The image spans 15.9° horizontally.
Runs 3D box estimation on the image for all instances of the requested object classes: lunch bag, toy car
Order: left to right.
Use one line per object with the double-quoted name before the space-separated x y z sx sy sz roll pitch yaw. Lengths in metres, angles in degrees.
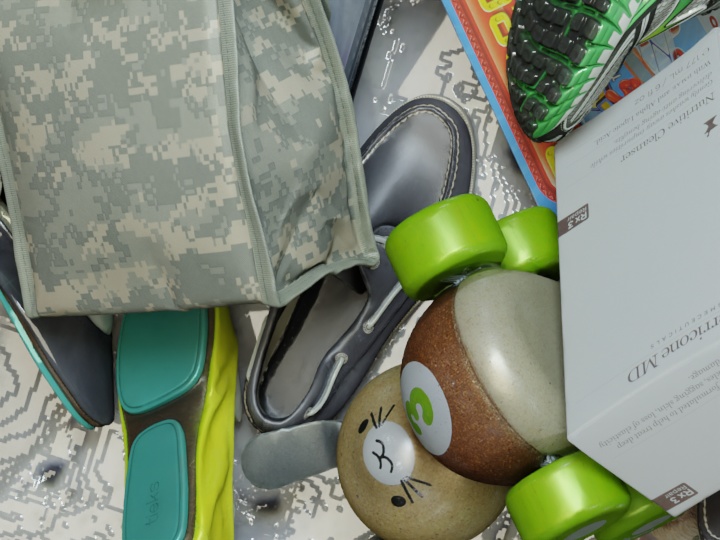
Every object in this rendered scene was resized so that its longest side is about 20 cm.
"lunch bag" -0.096 -0.086 1.264 0.163 0.117 0.201 -4 102 34
"toy car" 0.031 0.086 1.253 0.199 0.158 0.165 -33 72 23

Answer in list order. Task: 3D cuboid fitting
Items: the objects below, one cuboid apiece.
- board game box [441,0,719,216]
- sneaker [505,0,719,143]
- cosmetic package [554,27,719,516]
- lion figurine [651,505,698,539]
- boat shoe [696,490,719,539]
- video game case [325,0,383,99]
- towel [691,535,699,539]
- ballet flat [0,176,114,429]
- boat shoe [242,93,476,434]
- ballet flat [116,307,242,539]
"board game box" 0.141 -0.150 1.280 0.195 0.056 0.201 -25 109 7
"sneaker" 0.142 -0.135 1.216 0.085 0.078 0.200 23 119 -31
"cosmetic package" 0.156 0.000 1.187 0.081 0.201 0.113 37 123 -27
"lion figurine" 0.230 0.077 1.276 0.200 0.072 0.123 -44 52 6
"boat shoe" 0.197 0.046 1.227 0.072 0.065 0.201 6 63 37
"video game case" -0.060 -0.140 1.300 0.142 0.019 0.201 27 136 8
"towel" 0.215 0.251 1.271 0.199 0.035 0.193 24 110 0
"ballet flat" -0.175 -0.012 1.355 0.073 0.073 0.200 -38 82 6
"boat shoe" 0.000 0.000 1.330 0.072 0.063 0.201 30 93 8
"ballet flat" -0.090 0.083 1.332 0.067 0.067 0.201 -21 51 27
